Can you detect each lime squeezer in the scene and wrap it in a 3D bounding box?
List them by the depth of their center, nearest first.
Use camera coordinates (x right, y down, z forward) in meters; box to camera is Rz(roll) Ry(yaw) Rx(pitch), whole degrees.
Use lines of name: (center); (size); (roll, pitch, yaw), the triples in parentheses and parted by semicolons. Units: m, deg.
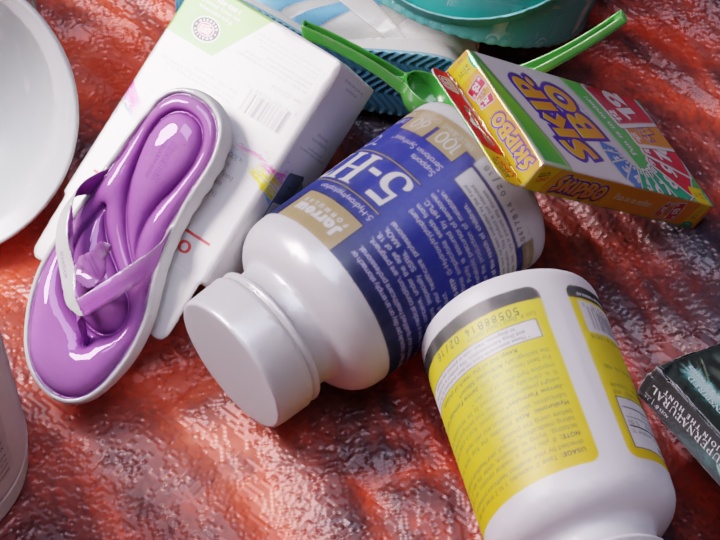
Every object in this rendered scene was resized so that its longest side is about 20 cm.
lime squeezer: (0.066, -0.128, 1.484); (0.200, 0.071, 0.038); (-1, 21, 6)

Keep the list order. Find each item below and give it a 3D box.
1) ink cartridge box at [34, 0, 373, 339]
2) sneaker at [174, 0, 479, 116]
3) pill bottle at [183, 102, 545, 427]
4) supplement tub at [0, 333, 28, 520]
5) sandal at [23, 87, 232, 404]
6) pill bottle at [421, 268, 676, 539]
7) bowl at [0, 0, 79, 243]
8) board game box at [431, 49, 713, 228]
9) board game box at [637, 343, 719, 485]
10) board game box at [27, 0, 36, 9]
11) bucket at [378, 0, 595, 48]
ink cartridge box: (-0.097, -0.062, 1.466); (0.117, 0.067, 0.200); (33, 90, 21)
sneaker: (-0.022, -0.157, 1.555); (0.200, 0.077, 0.081); (14, 48, 4)
pill bottle: (0.000, 0.000, 1.416); (0.200, 0.120, 0.120); (-37, 63, -21)
supplement tub: (-0.261, 0.061, 1.334); (0.132, 0.200, 0.132); (-1, 56, 1)
sandal: (-0.148, -0.020, 1.410); (0.082, 0.050, 0.203); (25, 89, 21)
pill bottle: (0.112, 0.108, 1.347); (0.111, 0.111, 0.200); (-14, 57, -7)
bowl: (-0.275, -0.111, 1.481); (0.201, 0.202, 0.090); (-7, 23, -3)
board game box: (0.129, -0.079, 1.444); (0.200, 0.030, 0.096); (7, 43, -47)
board game box: (0.264, 0.114, 1.330); (0.135, 0.028, 0.200); (-15, 53, -39)
board game box: (-0.277, -0.196, 1.507); (0.126, 0.200, 0.035); (-8, 77, -3)
bucket: (0.082, -0.243, 1.525); (0.207, 0.135, 0.207); (13, 30, -8)
